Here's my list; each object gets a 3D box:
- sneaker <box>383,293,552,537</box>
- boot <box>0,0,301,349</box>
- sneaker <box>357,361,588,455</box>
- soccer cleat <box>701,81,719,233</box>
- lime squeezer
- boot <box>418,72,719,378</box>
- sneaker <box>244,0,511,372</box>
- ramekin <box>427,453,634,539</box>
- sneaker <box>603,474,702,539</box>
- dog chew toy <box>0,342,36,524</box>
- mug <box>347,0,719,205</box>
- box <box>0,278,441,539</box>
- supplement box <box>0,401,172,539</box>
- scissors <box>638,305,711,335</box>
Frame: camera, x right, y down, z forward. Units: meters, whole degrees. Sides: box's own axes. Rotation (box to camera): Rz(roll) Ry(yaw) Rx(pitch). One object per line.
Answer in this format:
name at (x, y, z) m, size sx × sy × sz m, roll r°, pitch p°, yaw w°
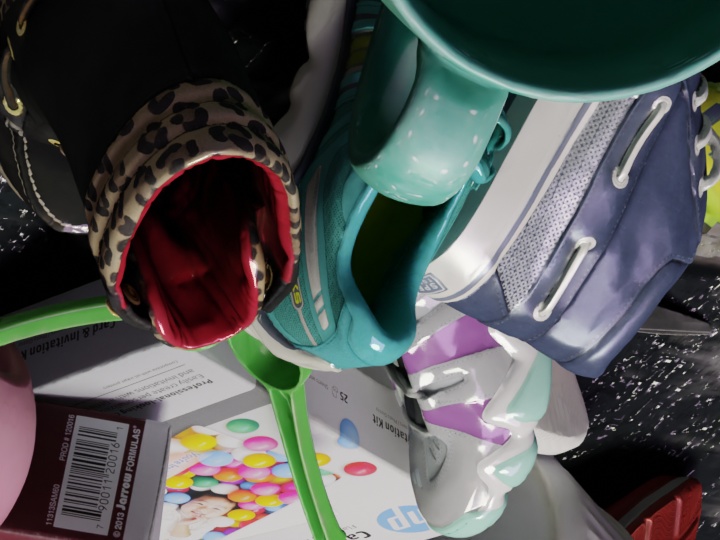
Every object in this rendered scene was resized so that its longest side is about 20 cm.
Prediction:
sneaker at (0.000, 0.000, 1.051) m, size 0.139 × 0.078 × 0.201 m, roll 2°, pitch 99°, yaw -22°
boot at (-0.074, -0.039, 0.927) m, size 0.073 × 0.151 × 0.200 m, roll -10°, pitch 145°, yaw -19°
sneaker at (0.009, 0.035, 1.171) m, size 0.088 × 0.075 × 0.200 m, roll -31°, pitch 141°, yaw 33°
soccer cleat at (0.159, -0.051, 1.153) m, size 0.200 × 0.065 × 0.084 m, roll 26°, pitch 93°, yaw -45°
lime squeezer at (-0.056, 0.032, 0.997) m, size 0.071 × 0.038 × 0.200 m, roll -55°, pitch 136°, yaw -2°
boot at (0.096, -0.064, 1.005) m, size 0.090 × 0.073 × 0.200 m, roll 30°, pitch 95°, yaw -28°
sneaker at (0.024, -0.058, 0.962) m, size 0.077 × 0.080 × 0.201 m, roll 24°, pitch 85°, yaw -42°
ramekin at (0.028, 0.153, 1.227) m, size 0.202 × 0.203 × 0.094 m, roll -26°, pitch 135°, yaw 4°
sneaker at (0.072, 0.137, 1.352) m, size 0.200 × 0.115 × 0.079 m, roll -32°, pitch 137°, yaw -46°
dog chew toy at (-0.204, 0.079, 0.948) m, size 0.200 × 0.125 × 0.124 m, roll -41°, pitch 144°, yaw 8°
mug at (0.046, -0.130, 0.877) m, size 0.185 × 0.114 × 0.152 m, roll -31°, pitch 111°, yaw -1°
box at (-0.070, 0.069, 1.123) m, size 0.156 × 0.041 × 0.200 m, roll -19°, pitch 147°, yaw 31°
supplement box at (-0.175, 0.092, 1.062) m, size 0.199 × 0.061 × 0.109 m, roll 9°, pitch 143°, yaw -1°
scissors at (0.101, 0.022, 1.212) m, size 0.200 × 0.014 × 0.073 m, roll 38°, pitch 69°, yaw -56°
